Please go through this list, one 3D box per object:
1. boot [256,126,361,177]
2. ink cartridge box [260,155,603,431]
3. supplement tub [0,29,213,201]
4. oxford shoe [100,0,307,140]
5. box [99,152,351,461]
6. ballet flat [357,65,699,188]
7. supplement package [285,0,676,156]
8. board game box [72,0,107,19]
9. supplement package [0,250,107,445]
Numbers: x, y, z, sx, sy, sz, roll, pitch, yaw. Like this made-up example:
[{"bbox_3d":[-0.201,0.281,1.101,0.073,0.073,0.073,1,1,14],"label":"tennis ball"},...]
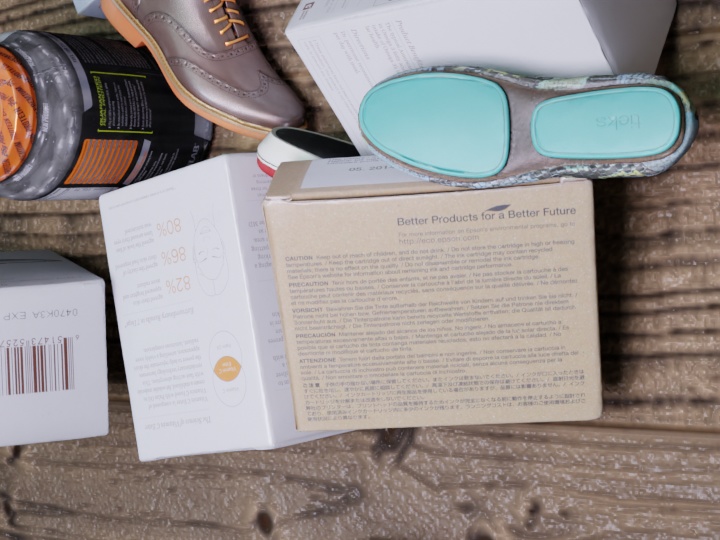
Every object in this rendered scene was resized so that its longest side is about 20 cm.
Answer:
[{"bbox_3d":[0.000,0.000,1.011,0.199,0.072,0.145,28,113,1],"label":"boot"},{"bbox_3d":[0.049,0.011,0.934,0.199,0.075,0.166,-3,113,8],"label":"ink cartridge box"},{"bbox_3d":[-0.214,-0.113,1.104,0.122,0.200,0.123,2,93,34],"label":"supplement tub"},{"bbox_3d":[-0.111,-0.171,1.092,0.200,0.071,0.073,41,129,14],"label":"oxford shoe"},{"bbox_3d":[-0.090,0.027,1.071,0.152,0.106,0.201,-12,87,44],"label":"box"},{"bbox_3d":[0.098,-0.081,0.861,0.199,0.074,0.075,7,97,23],"label":"ballet flat"},{"bbox_3d":[0.077,-0.158,0.928,0.199,0.118,0.117,-5,134,34],"label":"supplement package"},{"bbox_3d":[-0.178,-0.335,1.161,0.199,0.041,0.201,-30,76,31],"label":"board game box"},{"bbox_3d":[-0.272,0.054,1.142,0.200,0.116,0.118,-163,70,-66],"label":"supplement package"}]
